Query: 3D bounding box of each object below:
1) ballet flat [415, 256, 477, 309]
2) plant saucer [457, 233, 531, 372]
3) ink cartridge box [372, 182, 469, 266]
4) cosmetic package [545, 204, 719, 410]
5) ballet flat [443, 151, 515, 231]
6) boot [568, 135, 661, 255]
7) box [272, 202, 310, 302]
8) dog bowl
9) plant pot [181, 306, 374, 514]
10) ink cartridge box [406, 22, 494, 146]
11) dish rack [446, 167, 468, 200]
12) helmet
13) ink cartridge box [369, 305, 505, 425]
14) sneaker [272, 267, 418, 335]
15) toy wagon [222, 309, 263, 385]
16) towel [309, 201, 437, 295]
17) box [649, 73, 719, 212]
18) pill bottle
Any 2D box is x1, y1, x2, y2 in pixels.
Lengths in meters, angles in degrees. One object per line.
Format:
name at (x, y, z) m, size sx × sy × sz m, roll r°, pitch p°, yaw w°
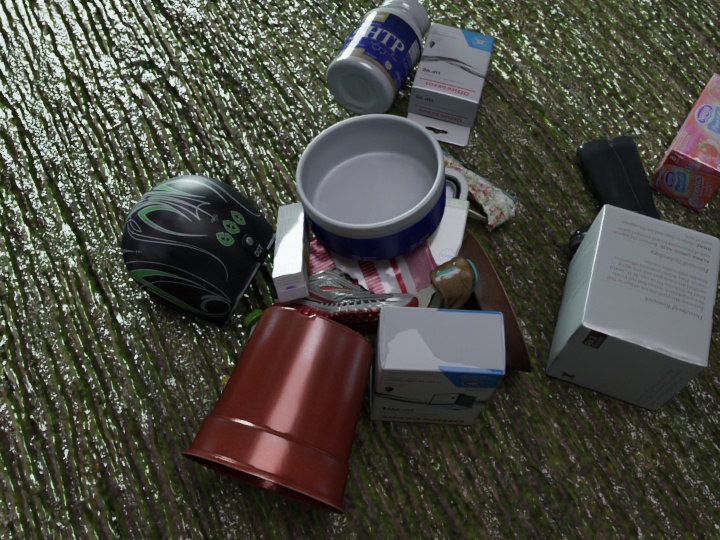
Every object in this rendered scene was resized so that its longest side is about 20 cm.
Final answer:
ballet flat at (0.094, 0.059, 1.032) m, size 0.072 × 0.200 × 0.068 m, roll -12°, pitch 57°, yaw -19°
plant saucer at (0.170, 0.049, 1.056) m, size 0.037 × 0.201 × 0.201 m, roll -22°, pitch 63°, yaw 2°
ink cartridge box at (0.066, -0.012, 1.126) m, size 0.145 × 0.048 × 0.201 m, roll 11°, pitch 77°, yaw 4°
cosmetic package at (0.369, 0.052, 1.080) m, size 0.164 × 0.165 × 0.200 m, roll 18°, pitch 61°, yaw 6°
ballet flat at (0.149, -0.132, 1.228) m, size 0.200 × 0.076 × 0.064 m, roll 37°, pitch 79°, yaw 20°
boot at (0.379, -0.119, 1.237) m, size 0.164 × 0.066 × 0.201 m, roll -1°, pitch 63°, yaw -15°
box at (-0.089, -0.029, 1.045) m, size 0.041 × 0.039 × 0.200 m, roll -12°, pitch 30°, yaw 3°
dog bowl at (0.017, -0.114, 1.074) m, size 0.199 × 0.079 × 0.201 m, roll -4°, pitch 56°, yaw 7°
plant pot at (-0.082, 0.161, 0.944) m, size 0.200 × 0.201 × 0.196 m, roll 17°, pitch 70°, yaw 6°
ink cartridge box at (0.150, -0.315, 1.335) m, size 0.115 × 0.067 × 0.201 m, roll 15°, pitch 60°, yaw 3°
dish rack at (0.050, -0.083, 1.184) m, size 0.199 × 0.044 × 0.172 m, roll 14°, pitch 80°, yaw 4°
helmet at (-0.229, -0.036, 1.084) m, size 0.190 × 0.200 × 0.200 m, roll 30°, pitch 61°, yaw -6°
ink cartridge box at (0.089, 0.124, 0.996) m, size 0.146 × 0.200 × 0.086 m, roll 3°, pitch 61°, yaw -2°
sneaker at (-0.022, 0.032, 1.013) m, size 0.199 × 0.078 × 0.082 m, roll 3°, pitch 67°, yaw 22°
toy wagon at (-0.097, 0.114, 1.082) m, size 0.200 × 0.040 × 0.155 m, roll -32°, pitch 67°, yaw -20°
towel at (0.000, 0.000, 1.084) m, size 0.199 × 0.023 × 0.144 m, roll -22°, pitch 72°, yaw -2°
box at (0.563, -0.209, 1.284) m, size 0.094 × 0.103 × 0.200 m, roll 31°, pitch 63°, yaw 13°
pill bottle at (0.036, -0.366, 1.326) m, size 0.119 × 0.120 × 0.200 m, roll 23°, pitch 60°, yaw 9°
